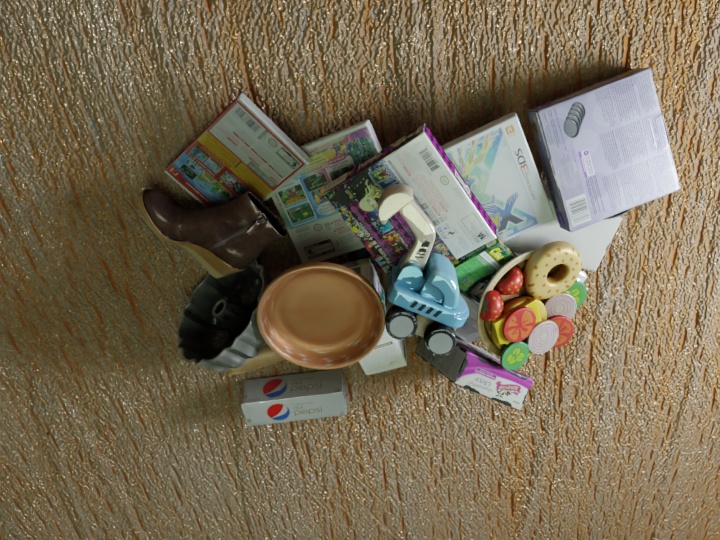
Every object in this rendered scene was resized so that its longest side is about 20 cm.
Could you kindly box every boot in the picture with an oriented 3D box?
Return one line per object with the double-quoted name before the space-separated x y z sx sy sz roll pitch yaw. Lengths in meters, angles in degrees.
"boot" -0.231 -0.087 1.109 0.165 0.073 0.200 -31 117 30
"boot" -0.143 0.136 1.217 0.197 0.175 0.067 -15 83 -8

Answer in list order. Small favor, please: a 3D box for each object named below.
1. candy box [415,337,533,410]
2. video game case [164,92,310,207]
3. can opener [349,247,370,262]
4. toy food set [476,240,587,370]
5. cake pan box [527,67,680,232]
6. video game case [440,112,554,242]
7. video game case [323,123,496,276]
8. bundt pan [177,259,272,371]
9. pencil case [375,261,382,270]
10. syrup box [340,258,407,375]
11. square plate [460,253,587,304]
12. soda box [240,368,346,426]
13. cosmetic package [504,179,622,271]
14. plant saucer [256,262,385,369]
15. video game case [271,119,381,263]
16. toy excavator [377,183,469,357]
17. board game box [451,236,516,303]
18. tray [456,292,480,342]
"candy box" 0.193 0.167 1.239 0.135 0.200 0.062 24 92 -16
"video game case" -0.191 -0.161 1.081 0.199 0.018 0.143 -33 117 33
"can opener" 0.000 0.000 1.201 0.077 0.064 0.202 4 124 -5
"toy food set" 0.277 0.059 1.130 0.198 0.049 0.200 -29 123 -10
"cake pan box" 0.364 -0.175 1.049 0.182 0.052 0.202 -22 104 1
"video game case" 0.171 -0.113 1.059 0.198 0.022 0.183 -24 118 11
"video game case" 0.074 -0.087 1.036 0.180 0.036 0.200 -29 115 26
"bundt pan" -0.210 0.078 1.176 0.201 0.203 0.076 -34 133 20
"pencil case" 0.092 -0.078 1.138 0.092 0.091 0.202 10 121 -13
"syrup box" 0.012 0.081 1.187 0.080 0.079 0.201 -15 133 11
"square plate" 0.275 0.046 1.264 0.196 0.029 0.201 26 120 -18
"soda box" -0.127 0.245 1.359 0.197 0.068 0.064 -8 125 3
"cosmetic package" 0.304 -0.081 1.144 0.197 0.085 0.109 13 122 -11
"plant saucer" -0.060 0.067 1.088 0.197 0.038 0.202 1 125 1
"video game case" -0.040 -0.115 1.099 0.198 0.024 0.184 -16 110 24
"toy excavator" 0.088 -0.005 1.023 0.192 0.100 0.202 22 114 -8
"board game box" 0.210 0.005 1.145 0.104 0.024 0.200 -28 151 19
"tray" 0.162 0.076 1.248 0.199 0.022 0.107 34 145 -26
